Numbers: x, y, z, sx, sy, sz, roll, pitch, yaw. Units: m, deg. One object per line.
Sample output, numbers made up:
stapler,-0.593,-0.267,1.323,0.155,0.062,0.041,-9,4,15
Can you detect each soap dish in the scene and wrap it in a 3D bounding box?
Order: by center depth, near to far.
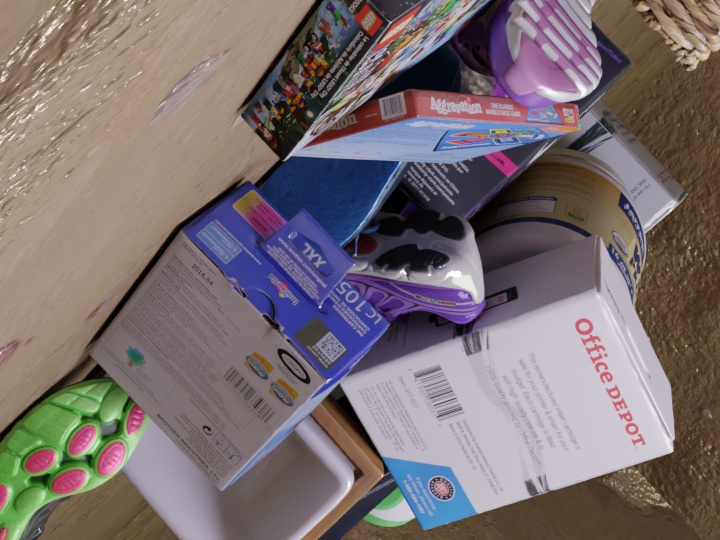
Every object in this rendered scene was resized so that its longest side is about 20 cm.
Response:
soap dish,-0.093,0.118,1.569,0.157,0.200,0.081,-45,171,24

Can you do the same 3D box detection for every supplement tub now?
supplement tub,0.144,-0.002,1.655,0.144,0.144,0.200,-45,-171,26

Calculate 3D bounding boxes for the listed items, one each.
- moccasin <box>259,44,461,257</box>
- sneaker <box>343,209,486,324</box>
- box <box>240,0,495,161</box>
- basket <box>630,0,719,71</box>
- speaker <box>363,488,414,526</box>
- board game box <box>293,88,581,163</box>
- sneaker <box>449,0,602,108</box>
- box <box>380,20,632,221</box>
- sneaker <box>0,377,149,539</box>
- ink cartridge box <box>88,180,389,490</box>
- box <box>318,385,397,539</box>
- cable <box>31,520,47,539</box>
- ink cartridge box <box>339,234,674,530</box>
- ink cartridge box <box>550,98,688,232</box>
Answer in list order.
moccasin,0.001,-0.065,1.454,0.200,0.080,0.068,-43,171,4
sneaker,0.000,0.000,1.512,0.081,0.200,0.083,-48,135,-30
box,0.033,-0.153,1.198,0.200,0.038,0.137,-39,175,-39
basket,0.247,-0.247,1.462,0.149,0.143,0.200,-39,-177,24
speaker,0.051,0.122,1.742,0.088,0.088,0.200,-38,164,-44
board game box,0.045,-0.087,1.329,0.103,0.019,0.200,-12,174,33
sneaker,0.097,-0.149,1.356,0.088,0.081,0.200,-29,-157,22
box,0.081,-0.109,1.574,0.200,0.106,0.122,-42,177,-20
sneaker,-0.233,0.142,1.522,0.200,0.077,0.084,-40,-167,7
ink cartridge box,-0.075,0.038,1.405,0.076,0.136,0.200,-41,176,-40
box,-0.070,0.121,1.715,0.123,0.200,0.198,-25,164,-39
cable,-0.281,0.189,1.652,0.200,0.051,0.163,-42,171,15
ink cartridge box,0.107,0.081,1.535,0.200,0.146,0.084,-20,-154,17
ink cartridge box,0.179,-0.107,1.837,0.083,0.200,0.147,-44,175,12
